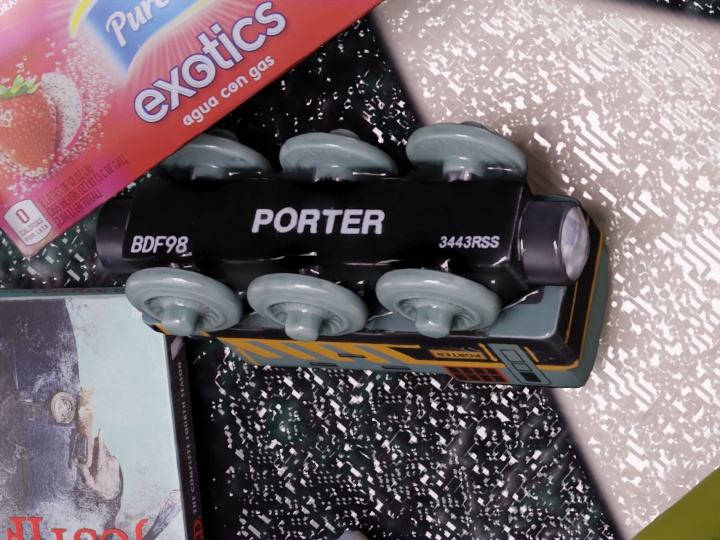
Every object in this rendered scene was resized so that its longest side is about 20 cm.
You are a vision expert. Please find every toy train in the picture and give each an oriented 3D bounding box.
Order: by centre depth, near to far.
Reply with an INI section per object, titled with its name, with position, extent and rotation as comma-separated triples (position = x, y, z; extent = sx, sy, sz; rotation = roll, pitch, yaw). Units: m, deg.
[toy train]
position = 0.000, 0.000, 0.975
extent = 0.200, 0.114, 0.085
rotation = 0, 65, 25

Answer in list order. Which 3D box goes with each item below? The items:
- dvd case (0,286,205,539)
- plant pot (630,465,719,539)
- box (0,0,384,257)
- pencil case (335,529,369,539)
[dvd case]
position = -0.134, 0.107, 1.080
extent = 0.146, 0.022, 0.200
rotation = -1, 102, 21
[plant pot]
position = 0.169, 0.179, 0.913
extent = 0.181, 0.200, 0.199
rotation = 27, 113, 19
[box]
position = -0.070, -0.107, 0.941
extent = 0.200, 0.100, 0.096
rotation = -35, 103, 9
[pencil case]
position = 0.033, 0.198, 1.030
extent = 0.200, 0.083, 0.091
rotation = 46, 152, 4
